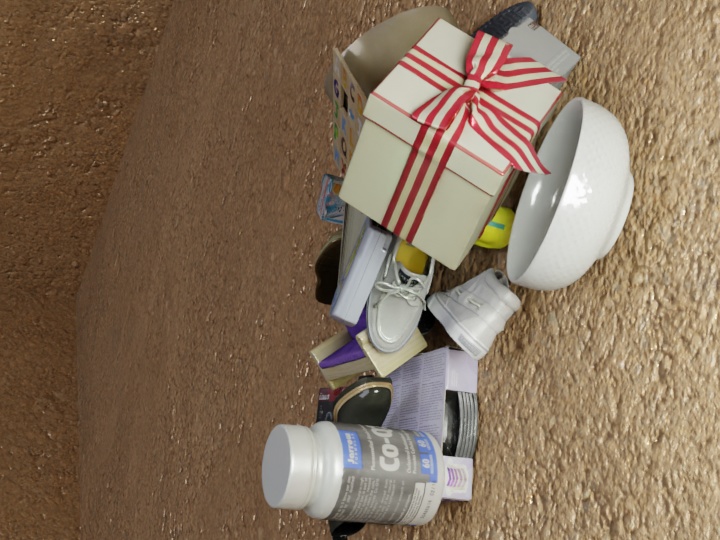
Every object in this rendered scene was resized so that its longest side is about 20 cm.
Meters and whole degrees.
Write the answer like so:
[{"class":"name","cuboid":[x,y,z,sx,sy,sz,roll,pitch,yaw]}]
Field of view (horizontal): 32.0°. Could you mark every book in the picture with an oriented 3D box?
[{"class":"book","cuboid":[0.017,-0.074,1.758,0.134,0.047,0.202,-52,-26,-56]}]

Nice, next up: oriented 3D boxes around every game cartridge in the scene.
[{"class":"game cartridge","cuboid":[0.000,0.000,1.588,0.200,0.040,0.135,-86,15,-82]}]

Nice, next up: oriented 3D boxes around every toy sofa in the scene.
[{"class":"toy sofa","cuboid":[0.000,0.091,1.672,0.098,0.082,0.200,59,157,-3]}]

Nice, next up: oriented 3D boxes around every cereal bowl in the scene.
[{"class":"cereal bowl","cuboid":[0.224,-0.070,1.294,0.200,0.082,0.203,-160,90,-84]}]

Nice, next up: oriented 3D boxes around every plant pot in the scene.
[{"class":"plant pot","cuboid":[0.069,-0.234,1.671,0.136,0.199,0.200,60,144,15]}]

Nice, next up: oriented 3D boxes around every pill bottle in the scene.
[{"class":"pill bottle","cuboid":[-0.010,0.239,1.484,0.114,0.197,0.116,-32,54,58]}]

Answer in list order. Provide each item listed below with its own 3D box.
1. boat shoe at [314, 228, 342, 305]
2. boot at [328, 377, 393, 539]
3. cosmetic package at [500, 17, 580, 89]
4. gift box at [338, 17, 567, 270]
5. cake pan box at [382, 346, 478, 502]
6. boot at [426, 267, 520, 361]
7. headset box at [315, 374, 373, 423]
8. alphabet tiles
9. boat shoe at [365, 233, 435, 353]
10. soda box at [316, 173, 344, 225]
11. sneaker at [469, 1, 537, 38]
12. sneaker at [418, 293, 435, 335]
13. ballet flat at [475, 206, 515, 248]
[{"class":"boat shoe","cuboid":[-0.035,-0.018,1.910,0.201,0.073,0.067,113,164,-60]},{"class":"boot","cuboid":[0.002,0.241,1.588,0.201,0.076,0.140,115,152,-45]},{"class":"cosmetic package","cuboid":[0.162,-0.183,1.469,0.107,0.090,0.201,-43,-9,-46]},{"class":"gift box","cuboid":[0.111,-0.140,1.346,0.185,0.198,0.188,-58,-8,-40]},{"class":"cake pan box","cuboid":[0.083,0.201,1.596,0.200,0.052,0.187,153,122,-63]},{"class":"boot","cuboid":[0.143,0.041,1.516,0.096,0.073,0.200,-47,15,4]},{"class":"headset box","cuboid":[-0.008,0.247,1.760,0.148,0.076,0.203,164,115,-65]},{"class":"alphabet tiles","cuboid":[-0.005,-0.158,1.577,0.201,0.007,0.169,-116,21,-48]},{"class":"boat shoe","cuboid":[0.057,0.009,1.521,0.086,0.074,0.205,-86,16,-81]},{"class":"soda box","cuboid":[-0.026,-0.106,1.899,0.200,0.067,0.065,-126,48,-83]},{"class":"sneaker","cuboid":[0.156,-0.246,1.573,0.200,0.082,0.070,-42,27,11]},{"class":"sneaker","cuboid":[0.050,0.011,1.731,0.088,0.075,0.203,126,147,-57]},{"class":"ballet flat","cuboid":[0.130,-0.067,1.573,0.200,0.066,0.068,-161,83,-68]}]
